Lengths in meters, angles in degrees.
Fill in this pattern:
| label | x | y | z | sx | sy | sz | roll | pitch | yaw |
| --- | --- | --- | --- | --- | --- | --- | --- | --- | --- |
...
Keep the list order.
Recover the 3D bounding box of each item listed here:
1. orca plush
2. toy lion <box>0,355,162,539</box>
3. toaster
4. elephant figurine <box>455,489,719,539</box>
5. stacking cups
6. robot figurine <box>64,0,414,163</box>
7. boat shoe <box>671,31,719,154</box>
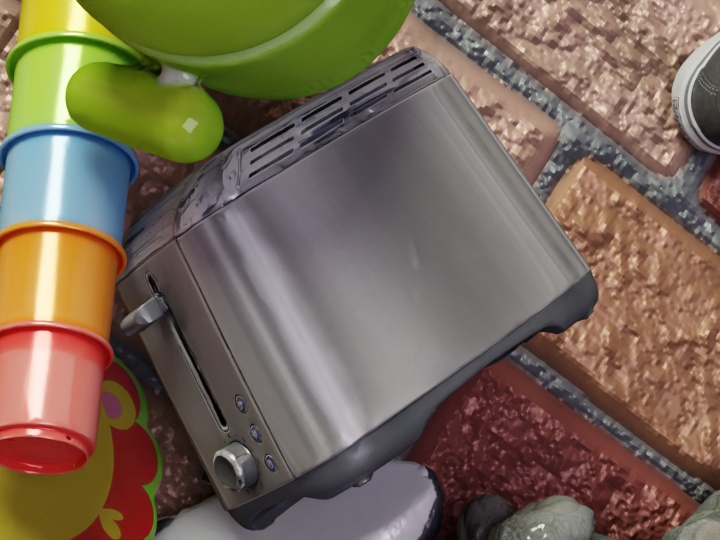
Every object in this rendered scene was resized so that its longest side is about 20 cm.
| label | x | y | z | sx | sy | sz | roll | pitch | yaw |
| --- | --- | --- | --- | --- | --- | --- | --- | --- | --- |
| orca plush | -0.056 | 0.144 | 0.766 | 0.200 | 0.105 | 0.071 | -31 | 132 | -20 |
| toy lion | -0.159 | 0.058 | 0.682 | 0.192 | 0.069 | 0.200 | 53 | 33 | -9 |
| toaster | 0.000 | 0.000 | 0.745 | 0.200 | 0.114 | 0.129 | -33 | 91 | -34 |
| elephant figurine | 0.143 | 0.151 | 0.797 | 0.199 | 0.141 | 0.156 | 0 | 83 | -16 |
| stacking cups | -0.108 | -0.022 | 0.708 | 0.060 | 0.061 | 0.201 | 10 | 64 | -20 |
| robot figurine | -0.041 | -0.123 | 0.656 | 0.115 | 0.200 | 0.176 | 19 | 91 | 10 |
| boat shoe | 0.227 | -0.125 | 0.864 | 0.200 | 0.066 | 0.070 | -37 | 103 | -15 |
